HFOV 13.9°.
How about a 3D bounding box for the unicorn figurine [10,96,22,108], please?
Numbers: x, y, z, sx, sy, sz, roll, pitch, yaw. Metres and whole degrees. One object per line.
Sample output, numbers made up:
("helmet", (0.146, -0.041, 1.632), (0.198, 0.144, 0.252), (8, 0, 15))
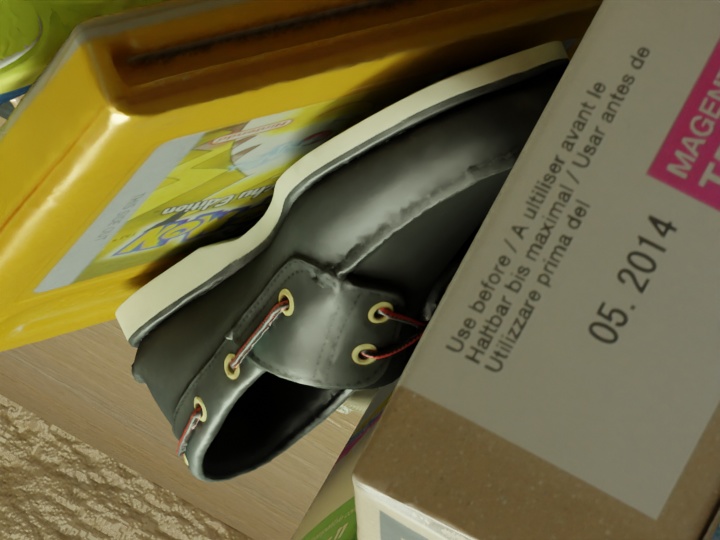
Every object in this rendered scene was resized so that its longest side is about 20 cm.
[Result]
("unicorn figurine", (-0.144, -0.128, 0.996), (0.137, 0.074, 0.200), (49, 172, -37))

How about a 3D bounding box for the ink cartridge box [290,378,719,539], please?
("ink cartridge box", (0.060, 0.062, 0.833), (0.117, 0.200, 0.067), (37, 139, -7))

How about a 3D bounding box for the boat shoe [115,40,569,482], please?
("boat shoe", (0.002, -0.001, 0.804), (0.201, 0.074, 0.063), (-39, 72, 50))

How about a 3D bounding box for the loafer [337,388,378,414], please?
("loafer", (0.009, 0.018, 0.986), (0.200, 0.076, 0.067), (24, 168, -12))

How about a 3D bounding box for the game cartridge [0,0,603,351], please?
("game cartridge", (-0.028, -0.032, 0.819), (0.032, 0.176, 0.200), (67, 151, 13))

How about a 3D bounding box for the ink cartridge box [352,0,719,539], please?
("ink cartridge box", (0.075, -0.007, 0.682), (0.075, 0.200, 0.165), (28, 168, 8))

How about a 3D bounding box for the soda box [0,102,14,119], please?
("soda box", (-0.070, -0.067, 1.105), (0.200, 0.071, 0.063), (28, 168, 4))

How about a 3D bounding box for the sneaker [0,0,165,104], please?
("sneaker", (-0.078, -0.086, 0.799), (0.200, 0.076, 0.105), (-15, 179, -29))
